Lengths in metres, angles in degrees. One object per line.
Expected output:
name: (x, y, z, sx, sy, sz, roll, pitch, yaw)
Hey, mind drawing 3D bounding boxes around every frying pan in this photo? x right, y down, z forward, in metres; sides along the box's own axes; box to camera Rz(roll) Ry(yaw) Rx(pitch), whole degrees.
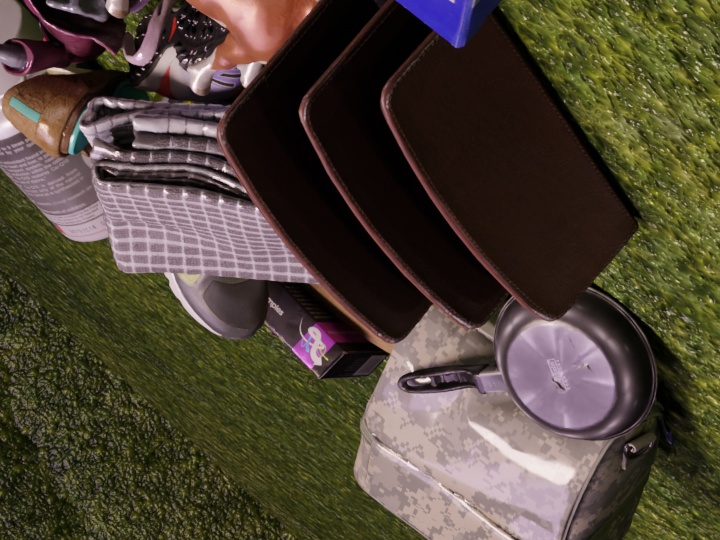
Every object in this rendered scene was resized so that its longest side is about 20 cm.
frying pan: (0.101, 0.054, 1.503, 0.190, 0.031, 0.115, 12, 121, 26)

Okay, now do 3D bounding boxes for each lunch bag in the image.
lunch bag: (0.107, 0.109, 1.614, 0.200, 0.139, 0.168, 36, 143, 23)

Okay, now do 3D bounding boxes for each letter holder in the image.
letter holder: (0.035, -0.047, 1.259, 0.101, 0.142, 0.200, 27, 162, 48)

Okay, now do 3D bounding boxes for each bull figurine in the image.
bull figurine: (-0.071, -0.159, 1.327, 0.200, 0.065, 0.121, 48, 135, -2)

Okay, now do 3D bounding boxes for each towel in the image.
towel: (-0.082, -0.050, 1.558, 0.200, 0.086, 0.166, 5, 165, 3)

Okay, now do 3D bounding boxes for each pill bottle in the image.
pill bottle: (-0.261, -0.126, 1.947, 0.114, 0.114, 0.200, 26, 162, 49)

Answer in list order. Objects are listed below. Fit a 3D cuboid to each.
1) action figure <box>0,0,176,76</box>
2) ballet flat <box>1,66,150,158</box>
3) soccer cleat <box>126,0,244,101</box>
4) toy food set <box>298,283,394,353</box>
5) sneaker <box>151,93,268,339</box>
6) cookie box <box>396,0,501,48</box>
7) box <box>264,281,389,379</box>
action figure: (-0.182, -0.186, 1.540, 0.149, 0.134, 0.200, 24, 163, 1)
ballet flat: (-0.202, -0.113, 1.618, 0.072, 0.068, 0.200, 25, -169, 6)
soccer cleat: (-0.089, -0.146, 1.508, 0.073, 0.068, 0.200, 16, 170, -21)
toy food set: (0.000, 0.000, 1.760, 0.200, 0.049, 0.198, 46, 167, -21)
sneaker: (-0.106, -0.042, 1.703, 0.085, 0.074, 0.200, 12, 119, 64)
cookie box: (-0.007, -0.204, 0.985, 0.200, 0.075, 0.171, 39, 168, 7)
box: (-0.071, 0.006, 1.868, 0.200, 0.036, 0.143, 47, -170, 12)
